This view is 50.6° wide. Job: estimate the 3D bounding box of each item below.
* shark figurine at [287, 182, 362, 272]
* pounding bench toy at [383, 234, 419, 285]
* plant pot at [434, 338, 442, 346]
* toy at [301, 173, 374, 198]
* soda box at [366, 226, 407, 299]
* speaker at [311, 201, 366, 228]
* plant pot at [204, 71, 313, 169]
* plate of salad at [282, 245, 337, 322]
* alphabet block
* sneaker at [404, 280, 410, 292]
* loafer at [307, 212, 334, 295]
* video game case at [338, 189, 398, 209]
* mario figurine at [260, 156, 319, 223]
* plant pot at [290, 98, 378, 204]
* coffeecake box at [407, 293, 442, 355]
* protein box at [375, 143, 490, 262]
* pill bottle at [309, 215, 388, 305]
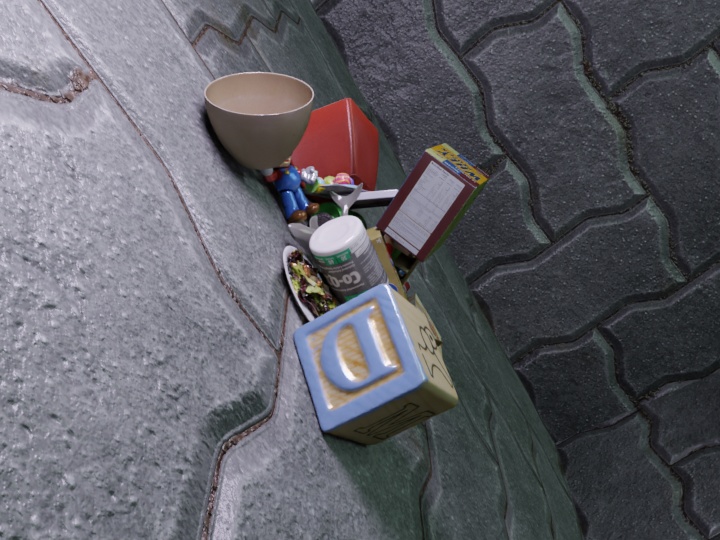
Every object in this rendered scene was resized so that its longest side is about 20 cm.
[{"bbox_3d":[-0.047,-0.084,1.551,0.214,0.089,0.129,-43,115,-46],"label":"shark figurine"},{"bbox_3d":[0.079,-0.037,1.804,0.124,0.157,0.200,36,21,3],"label":"pounding bench toy"},{"bbox_3d":[0.075,0.130,1.602,0.200,0.198,0.028,30,79,-66],"label":"plant pot"},{"bbox_3d":[-0.056,-0.192,1.703,0.199,0.114,0.048,-6,92,-60],"label":"toy"},{"bbox_3d":[0.048,0.009,1.677,0.068,0.063,0.201,-94,164,-66],"label":"soda box"},{"bbox_3d":[-0.047,-0.109,1.793,0.089,0.088,0.200,65,14,11],"label":"speaker"},{"bbox_3d":[-0.187,-0.270,1.421,0.201,0.198,0.135,-98,-170,-54],"label":"plant pot"},{"bbox_3d":[-0.085,0.039,1.449,0.201,0.048,0.201,57,15,-25],"label":"plate of salad"},{"bbox_3d":[0.029,0.168,1.313,0.200,0.195,0.197,39,28,-59],"label":"alphabet block"},{"bbox_3d":[0.101,0.078,2.016,0.113,0.071,0.200,62,20,12],"label":"sneaker"},{"bbox_3d":[-0.064,-0.027,1.634,0.071,0.072,0.202,54,18,-70],"label":"loafer"},{"bbox_3d":[0.027,-0.165,1.778,0.200,0.142,0.018,4,82,-82],"label":"video game case"},{"bbox_3d":[-0.145,-0.200,1.547,0.201,0.105,0.123,64,0,-12],"label":"mario figurine"},{"bbox_3d":[-0.063,-0.266,1.841,0.200,0.198,0.178,34,42,-63],"label":"plant pot"},{"bbox_3d":[0.152,0.176,2.019,0.154,0.073,0.200,59,14,-17],"label":"coffeecake box"},{"bbox_3d":[0.163,-0.154,1.680,0.135,0.201,0.198,37,21,7],"label":"protein box"},{"bbox_3d":[-0.012,0.004,1.483,0.113,0.112,0.201,-97,162,-56],"label":"pill bottle"}]
